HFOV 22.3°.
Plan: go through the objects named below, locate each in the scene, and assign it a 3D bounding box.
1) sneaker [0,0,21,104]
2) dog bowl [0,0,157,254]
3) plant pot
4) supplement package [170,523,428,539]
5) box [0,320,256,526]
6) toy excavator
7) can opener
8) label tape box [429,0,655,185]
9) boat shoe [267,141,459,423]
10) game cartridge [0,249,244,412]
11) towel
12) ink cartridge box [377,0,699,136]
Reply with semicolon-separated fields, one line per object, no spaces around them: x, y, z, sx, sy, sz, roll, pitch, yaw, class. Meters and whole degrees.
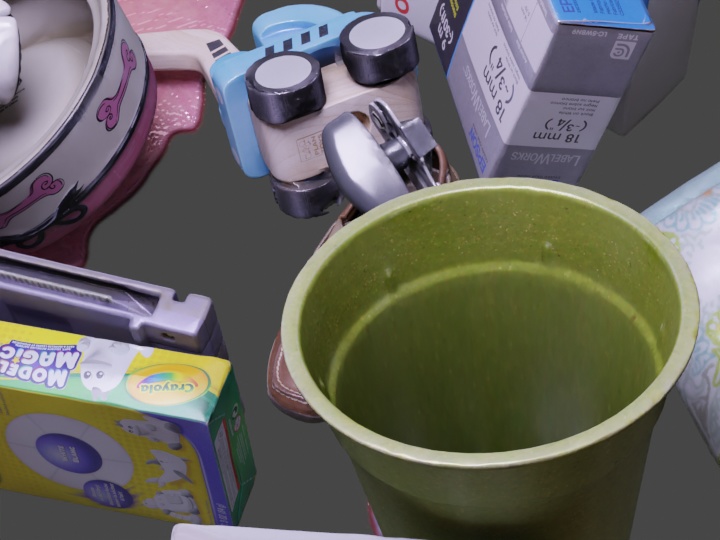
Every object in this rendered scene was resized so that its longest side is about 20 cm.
-0.282;-0.155;1.117;0.081;0.075;0.200;-11;26;-34;sneaker
-0.214;-0.097;1.147;0.200;0.074;0.201;-21;48;25;dog bowl
0.072;0.088;0.932;0.199;0.190;0.200;-6;42;5;plant pot
-0.004;0.246;0.854;0.190;0.147;0.201;3;53;7;supplement package
-0.164;0.082;1.016;0.199;0.118;0.048;10;53;14;box
-0.070;-0.125;1.195;0.194;0.100;0.200;-22;40;-10;toy excavator
0.049;-0.009;1.053;0.067;0.053;0.200;-32;88;-8;can opener
0.093;-0.120;1.087;0.063;0.200;0.145;0;49;-19;label tape box
0.000;0.000;1.091;0.076;0.072;0.200;17;56;18;boat shoe
-0.170;0.040;1.040;0.199;0.130;0.038;12;54;15;game cartridge
0.255;-0.003;1.037;0.200;0.048;0.171;-34;47;16;towel
0.116;-0.200;1.181;0.200;0.147;0.086;31;51;26;ink cartridge box
